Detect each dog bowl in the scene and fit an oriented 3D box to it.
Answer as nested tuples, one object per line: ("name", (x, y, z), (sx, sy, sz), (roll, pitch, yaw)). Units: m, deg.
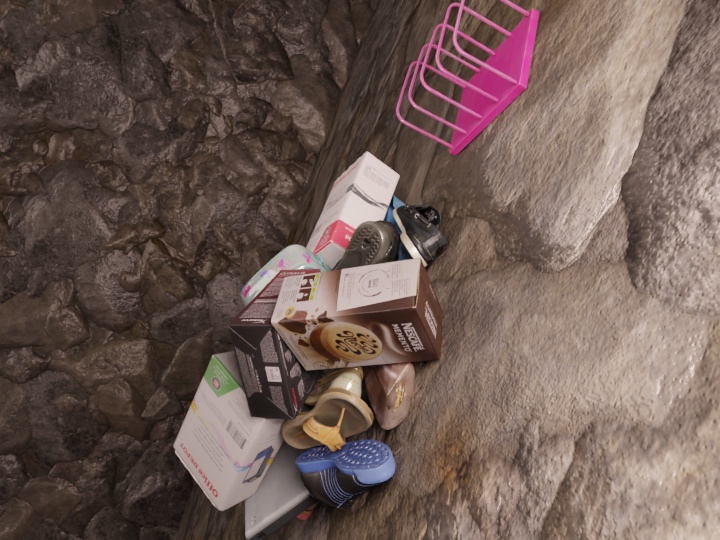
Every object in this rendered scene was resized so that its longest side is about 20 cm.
("dog bowl", (0.052, -0.047, 1.081), (0.112, 0.049, 0.203), (125, 160, -45))

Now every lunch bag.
("lunch bag", (-0.099, 0.054, 1.039), (0.159, 0.200, 0.078), (-38, 47, 10))

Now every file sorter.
("file sorter", (0.153, -0.302, 0.906), (0.200, 0.123, 0.142), (140, 149, -63))

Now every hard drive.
("hard drive", (-0.108, 0.334, 0.984), (0.199, 0.033, 0.140), (-38, 31, 13))

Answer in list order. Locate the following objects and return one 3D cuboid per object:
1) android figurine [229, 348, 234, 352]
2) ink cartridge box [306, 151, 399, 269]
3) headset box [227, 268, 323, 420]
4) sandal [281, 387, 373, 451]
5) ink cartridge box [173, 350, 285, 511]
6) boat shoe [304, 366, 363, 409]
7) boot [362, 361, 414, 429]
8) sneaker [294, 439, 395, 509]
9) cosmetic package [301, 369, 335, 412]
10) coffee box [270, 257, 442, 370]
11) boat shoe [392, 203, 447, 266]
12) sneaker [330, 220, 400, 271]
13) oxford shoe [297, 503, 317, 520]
("android figurine", (-0.176, 0.122, 1.162), (0.199, 0.041, 0.185), (-13, -51, -66))
("ink cartridge box", (-0.019, -0.094, 1.103), (0.144, 0.083, 0.203), (-30, 34, 57))
("headset box", (-0.105, 0.098, 0.890), (0.200, 0.073, 0.152), (-56, -39, -59))
("sandal", (-0.052, 0.223, 0.831), (0.199, 0.080, 0.054), (-36, 21, 42))
("ink cartridge box", (-0.202, 0.251, 0.953), (0.087, 0.145, 0.202), (-4, -52, -54))
("boat shoe", (-0.037, 0.189, 0.919), (0.064, 0.072, 0.200), (-67, 13, -22))
("boot", (0.046, 0.104, 0.858), (0.200, 0.063, 0.190), (-128, 51, -75))
("sneaker", (-0.014, 0.287, 0.828), (0.070, 0.079, 0.198), (-29, 6, -39))
("cosmetic package", (-0.122, 0.213, 1.057), (0.091, 0.197, 0.108), (-96, 30, -63))
("coffee box", (0.000, 0.061, 0.780), (0.196, 0.114, 0.081), (-9, 46, 22))
("boat shoe", (0.095, -0.069, 0.922), (0.066, 0.075, 0.200), (-35, 13, 11))
("sneaker", (0.000, 0.000, 0.965), (0.114, 0.076, 0.201), (-19, -33, -58))
("oxford shoe", (-0.093, 0.342, 1.063), (0.075, 0.070, 0.201), (-51, 25, 15))
